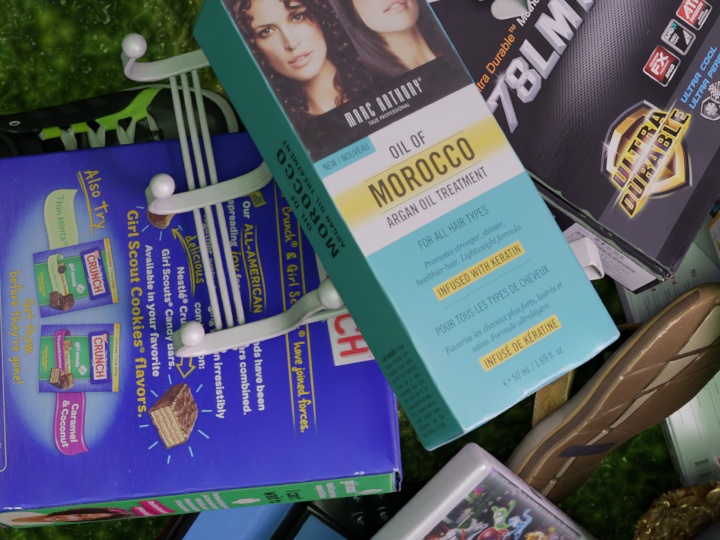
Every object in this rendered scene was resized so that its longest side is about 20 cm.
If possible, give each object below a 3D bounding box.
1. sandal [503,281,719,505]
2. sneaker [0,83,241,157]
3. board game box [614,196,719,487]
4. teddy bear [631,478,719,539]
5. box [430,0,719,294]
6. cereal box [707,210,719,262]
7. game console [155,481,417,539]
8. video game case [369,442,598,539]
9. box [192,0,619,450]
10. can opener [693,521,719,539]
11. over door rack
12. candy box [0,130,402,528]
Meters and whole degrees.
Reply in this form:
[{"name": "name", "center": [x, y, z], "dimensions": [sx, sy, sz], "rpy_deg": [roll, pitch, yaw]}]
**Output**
[{"name": "sandal", "center": [0.125, 0.068, 0.767], "dimensions": [0.200, 0.080, 0.054], "rpy_deg": [-49, 54, 32]}, {"name": "sneaker", "center": [-0.161, -0.053, 0.754], "dimensions": [0.197, 0.083, 0.073], "rpy_deg": [-10, 100, 2]}, {"name": "board game box", "center": [0.210, 0.010, 0.788], "dimensions": [0.125, 0.035, 0.203], "rpy_deg": [-19, 99, 2]}, {"name": "teddy bear", "center": [0.218, 0.186, 0.790], "dimensions": [0.199, 0.067, 0.145], "rpy_deg": [32, 128, -16]}, {"name": "box", "center": [0.117, -0.126, 0.722], "dimensions": [0.197, 0.050, 0.201], "rpy_deg": [35, 75, -3]}, {"name": "cereal box", "center": [0.269, 0.047, 0.683], "dimensions": [0.142, 0.040, 0.203], "rpy_deg": [-17, 78, 0]}, {"name": "game console", "center": [-0.049, 0.200, 0.779], "dimensions": [0.171, 0.119, 0.201], "rpy_deg": [35, 98, -4]}, {"name": "video game case", "center": [0.043, 0.205, 0.781], "dimensions": [0.200, 0.023, 0.181], "rpy_deg": [-45, 131, 7]}, {"name": "box", "center": [0.017, -0.037, 0.569], "dimensions": [0.082, 0.049, 0.202], "rpy_deg": [-28, 84, -21]}, {"name": "can opener", "center": [0.243, 0.135, 0.706], "dimensions": [0.198, 0.053, 0.068], "rpy_deg": [-25, 114, -14]}, {"name": "over door rack", "center": [0.000, -0.055, 0.625], "dimensions": [0.197, 0.067, 0.150], "rpy_deg": [-11, 77, -4]}, {"name": "candy box", "center": [-0.084, 0.028, 0.680], "dimensions": [0.197, 0.077, 0.172], "rpy_deg": [-5, 77, 2]}]
